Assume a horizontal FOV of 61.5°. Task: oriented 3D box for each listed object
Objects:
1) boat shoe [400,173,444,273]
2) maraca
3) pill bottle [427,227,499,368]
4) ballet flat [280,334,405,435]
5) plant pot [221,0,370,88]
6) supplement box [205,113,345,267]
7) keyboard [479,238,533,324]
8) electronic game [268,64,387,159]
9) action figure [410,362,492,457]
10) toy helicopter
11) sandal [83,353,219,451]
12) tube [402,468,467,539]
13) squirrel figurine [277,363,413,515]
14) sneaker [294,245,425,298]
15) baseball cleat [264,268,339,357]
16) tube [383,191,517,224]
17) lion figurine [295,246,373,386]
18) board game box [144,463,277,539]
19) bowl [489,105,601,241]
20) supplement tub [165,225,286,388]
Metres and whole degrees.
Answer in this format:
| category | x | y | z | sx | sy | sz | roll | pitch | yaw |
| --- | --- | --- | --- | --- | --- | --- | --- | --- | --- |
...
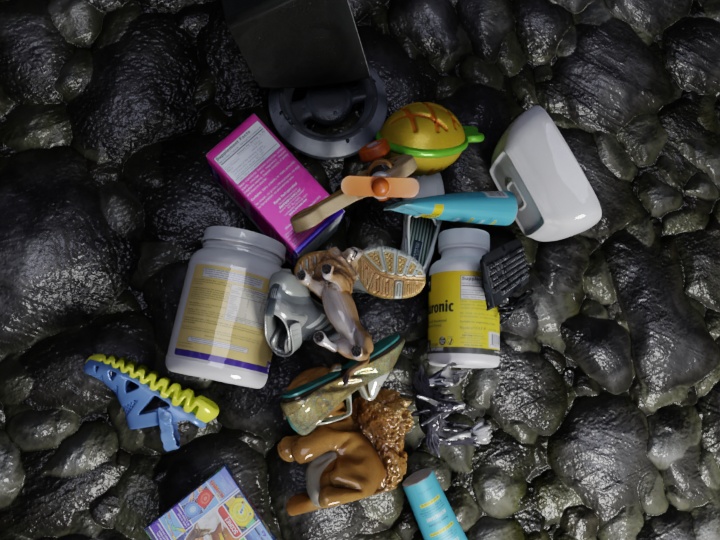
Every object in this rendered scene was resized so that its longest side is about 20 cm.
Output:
| category | x | y | z | sx | sy | sz | roll | pitch | yaw |
| --- | --- | --- | --- | --- | --- | --- | --- | --- | --- |
| boat shoe | 0.104 | -0.083 | 0.965 | 0.072 | 0.067 | 0.205 | 7 | 78 | -7 |
| maraca | 0.110 | -0.211 | 0.952 | 0.136 | 0.109 | 0.198 | 30 | 38 | 32 |
| pill bottle | 0.158 | 0.044 | 0.927 | 0.109 | 0.111 | 0.205 | 4 | 78 | -7 |
| ballet flat | -0.014 | 0.154 | 0.807 | 0.198 | 0.071 | 0.072 | -25 | 84 | -29 |
| plant pot | -0.108 | -0.399 | 0.920 | 0.174 | 0.201 | 0.203 | -19 | 62 | 7 |
| supplement box | -0.129 | -0.118 | 0.919 | 0.103 | 0.101 | 0.200 | -42 | 87 | -13 |
| keyboard | 0.234 | 0.012 | 0.915 | 0.039 | 0.199 | 0.107 | -7 | 98 | 32 |
| electronic game | -0.053 | -0.275 | 0.990 | 0.195 | 0.042 | 0.205 | 1 | 73 | -4 |
| action figure | 0.122 | 0.191 | 0.844 | 0.100 | 0.200 | 0.121 | -17 | 73 | 5 |
| toy helicopter | -0.006 | -0.105 | 0.830 | 0.198 | 0.132 | 0.080 | -31 | 112 | -15 |
| sandal | -0.304 | 0.185 | 0.851 | 0.197 | 0.080 | 0.088 | 29 | 80 | -1 |
| tube | 0.125 | 0.396 | 0.891 | 0.076 | 0.050 | 0.203 | -25 | 89 | -5 |
| squirrel figurine | -0.023 | 0.230 | 0.870 | 0.196 | 0.142 | 0.190 | -5 | 69 | -24 |
| sneaker | 0.000 | 0.000 | 0.920 | 0.195 | 0.088 | 0.078 | 6 | 89 | -1 |
| baseball cleat | -0.085 | 0.079 | 0.847 | 0.068 | 0.200 | 0.108 | 4 | 64 | 27 |
| tube | 0.138 | -0.095 | 0.901 | 0.196 | 0.077 | 0.052 | -1 | 86 | -21 |
| lion figurine | -0.022 | 0.056 | 0.793 | 0.071 | 0.122 | 0.204 | -18 | 70 | 16 |
| board game box | -0.188 | 0.398 | 0.845 | 0.134 | 0.034 | 0.202 | -34 | 86 | -12 |
| bowl | 0.270 | -0.135 | 0.939 | 0.074 | 0.200 | 0.203 | -27 | 85 | -2 |
| supplement tub | -0.184 | 0.054 | 0.856 | 0.142 | 0.145 | 0.204 | 12 | 78 | -6 |
